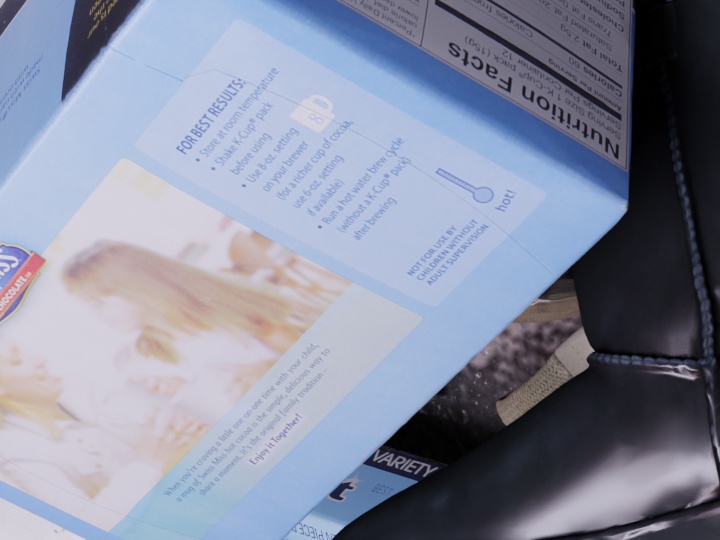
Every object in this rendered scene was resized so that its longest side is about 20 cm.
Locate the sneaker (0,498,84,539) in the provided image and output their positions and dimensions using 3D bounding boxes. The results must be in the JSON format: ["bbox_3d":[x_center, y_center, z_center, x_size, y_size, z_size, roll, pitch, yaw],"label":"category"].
[{"bbox_3d":[-0.096,0.076,0.871,0.199,0.074,0.116,16,136,16],"label":"sneaker"}]

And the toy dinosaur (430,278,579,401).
[{"bbox_3d":[0.000,0.000,0.924,0.199,0.047,0.089,28,119,26],"label":"toy dinosaur"}]

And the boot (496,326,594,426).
[{"bbox_3d":[0.134,0.063,0.810,0.200,0.072,0.155,-35,82,48],"label":"boot"}]

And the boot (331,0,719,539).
[{"bbox_3d":[0.069,0.012,0.715,0.197,0.073,0.164,-16,68,27],"label":"boot"}]

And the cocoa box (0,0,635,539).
[{"bbox_3d":[-0.034,-0.032,0.710,0.133,0.132,0.200,28,131,-20],"label":"cocoa box"}]

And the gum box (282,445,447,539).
[{"bbox_3d":[0.003,0.147,0.954,0.169,0.045,0.201,15,133,37],"label":"gum box"}]

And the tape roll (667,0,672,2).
[{"bbox_3d":[0.039,-0.136,0.809,0.199,0.065,0.201,19,120,36],"label":"tape roll"}]
